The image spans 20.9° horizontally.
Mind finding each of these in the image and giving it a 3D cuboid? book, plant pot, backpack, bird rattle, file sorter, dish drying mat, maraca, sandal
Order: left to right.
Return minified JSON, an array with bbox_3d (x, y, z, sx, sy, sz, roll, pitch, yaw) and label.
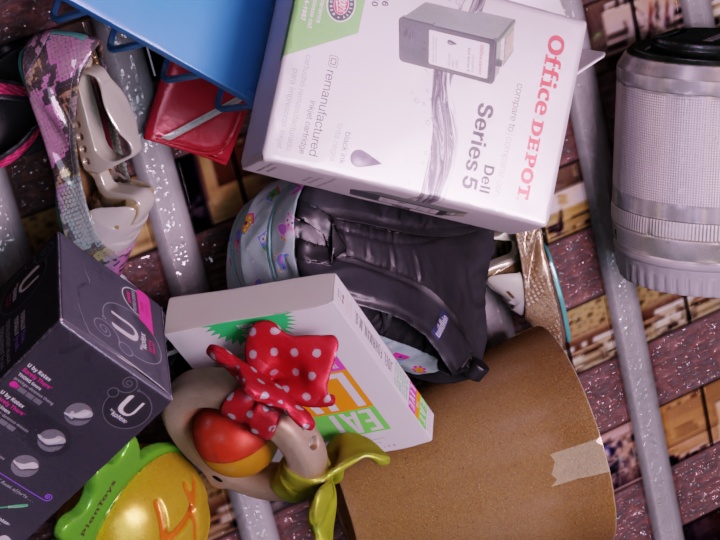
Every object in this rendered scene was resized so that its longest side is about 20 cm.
[{"bbox_3d":[-0.267,-0.100,1.378,0.200,0.045,0.075,-30,114,-18],"label":"sandal"},{"bbox_3d":[-0.175,0.185,1.443,0.137,0.107,0.200,-63,161,-10],"label":"maraca"},{"bbox_3d":[-0.134,-0.210,1.354,0.200,0.123,0.139,28,79,-25],"label":"file sorter"},{"bbox_3d":[-0.098,-0.183,1.459,0.077,0.018,0.200,17,96,-29],"label":"dish drying mat"},{"bbox_3d":[-0.075,0.121,1.405,0.200,0.163,0.113,53,48,-43],"label":"bird rattle"},{"bbox_3d":[-0.041,0.074,1.452,0.200,0.133,0.048,55,33,-48],"label":"book"},{"bbox_3d":[0.000,0.000,1.489,0.200,0.127,0.167,16,64,-38],"label":"backpack"},{"bbox_3d":[0.078,0.161,1.569,0.200,0.186,0.187,-16,111,-9],"label":"plant pot"}]

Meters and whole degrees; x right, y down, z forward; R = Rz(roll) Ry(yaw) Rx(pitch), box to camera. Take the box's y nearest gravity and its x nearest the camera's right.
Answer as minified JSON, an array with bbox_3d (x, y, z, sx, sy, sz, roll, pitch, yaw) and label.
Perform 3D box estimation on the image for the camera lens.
[{"bbox_3d":[0.287,-0.093,1.603,0.160,0.160,0.200,-7,107,-26],"label":"camera lens"}]

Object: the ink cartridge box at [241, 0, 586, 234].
[{"bbox_3d":[0.036,-0.117,1.305,0.200,0.084,0.146,13,85,-13],"label":"ink cartridge box"}]

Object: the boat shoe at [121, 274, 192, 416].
[{"bbox_3d":[-0.165,0.064,1.463,0.074,0.068,0.199,-45,119,-10],"label":"boat shoe"}]

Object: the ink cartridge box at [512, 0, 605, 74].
[{"bbox_3d":[0.077,-0.173,1.448,0.117,0.200,0.067,-34,117,-16],"label":"ink cartridge box"}]

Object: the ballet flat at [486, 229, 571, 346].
[{"bbox_3d":[0.123,-0.024,1.599,0.065,0.071,0.200,-15,105,-6],"label":"ballet flat"}]

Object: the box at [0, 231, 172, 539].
[{"bbox_3d":[-0.237,0.093,1.365,0.200,0.122,0.106,-43,119,17],"label":"box"}]

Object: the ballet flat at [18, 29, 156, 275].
[{"bbox_3d":[-0.183,-0.074,1.371,0.069,0.071,0.200,-49,135,-51],"label":"ballet flat"}]
